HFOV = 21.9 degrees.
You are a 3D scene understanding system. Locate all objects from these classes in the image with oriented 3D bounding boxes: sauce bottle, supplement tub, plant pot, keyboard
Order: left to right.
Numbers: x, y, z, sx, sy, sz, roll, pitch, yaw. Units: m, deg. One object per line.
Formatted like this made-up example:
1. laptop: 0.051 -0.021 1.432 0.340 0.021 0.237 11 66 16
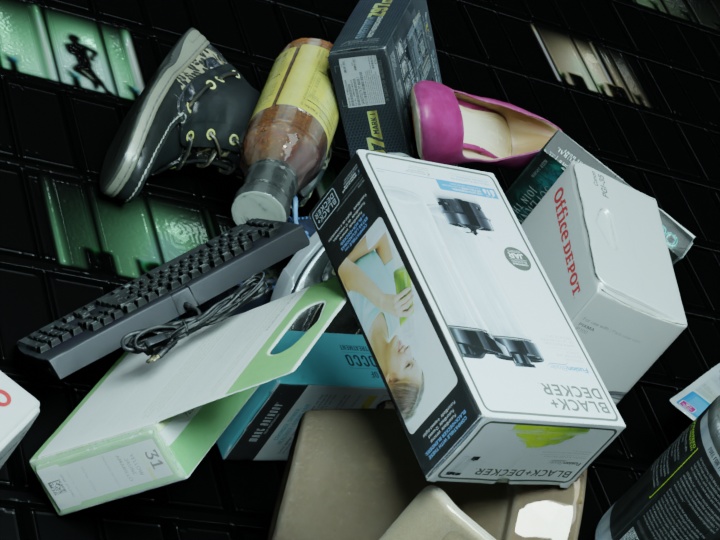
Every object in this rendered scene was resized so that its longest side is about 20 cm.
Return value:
1. keyboard: -0.119 0.016 1.196 0.199 0.021 0.127 -30 26 -27
2. sauce bottle: -0.054 -0.097 1.367 0.066 0.066 0.200 31 39 -9
3. plant pot: 0.034 0.160 1.164 0.174 0.201 0.201 16 36 -3
4. supplement tub: 0.269 0.166 1.336 0.122 0.200 0.123 23 37 -19

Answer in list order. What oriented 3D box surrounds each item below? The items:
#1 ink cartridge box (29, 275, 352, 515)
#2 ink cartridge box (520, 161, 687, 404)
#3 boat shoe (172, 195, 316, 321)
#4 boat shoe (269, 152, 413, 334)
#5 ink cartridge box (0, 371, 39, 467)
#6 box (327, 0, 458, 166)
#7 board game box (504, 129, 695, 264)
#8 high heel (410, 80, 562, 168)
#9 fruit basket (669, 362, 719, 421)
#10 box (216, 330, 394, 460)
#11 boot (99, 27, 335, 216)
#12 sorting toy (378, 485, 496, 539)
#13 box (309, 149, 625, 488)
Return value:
1. ink cartridge box: -0.087 0.072 1.129 0.048 0.199 0.146 63 30 -16
2. ink cartridge box: 0.142 0.044 1.364 0.082 0.200 0.147 22 37 -21
3. boat shoe: -0.061 -0.003 1.352 0.084 0.069 0.200 44 34 9
4. boat shoe: 0.000 0.000 1.317 0.072 0.071 0.201 44 68 -41
5. ink cartridge box: -0.302 0.072 1.030 0.200 0.084 0.146 38 34 2
6. box: 0.032 -0.109 1.461 0.051 0.201 0.158 -4 26 16
7. board game box: 0.171 -0.025 1.490 0.135 0.200 0.028 38 66 1
8. high heel: 0.096 -0.108 1.406 0.200 0.095 0.068 34 50 -73
9. fruit basket: 0.356 0.146 1.540 0.185 0.094 0.200 47 32 13
10. box: -0.005 0.088 1.285 0.199 0.082 0.049 6 44 -39
11. boot: -0.104 -0.090 1.416 0.153 0.074 0.204 34 35 -10
12. sorting toy: 0.067 0.244 1.074 0.200 0.185 0.036 42 30 7
13. box: 0.060 0.028 1.089 0.116 0.060 0.201 9 45 -38
